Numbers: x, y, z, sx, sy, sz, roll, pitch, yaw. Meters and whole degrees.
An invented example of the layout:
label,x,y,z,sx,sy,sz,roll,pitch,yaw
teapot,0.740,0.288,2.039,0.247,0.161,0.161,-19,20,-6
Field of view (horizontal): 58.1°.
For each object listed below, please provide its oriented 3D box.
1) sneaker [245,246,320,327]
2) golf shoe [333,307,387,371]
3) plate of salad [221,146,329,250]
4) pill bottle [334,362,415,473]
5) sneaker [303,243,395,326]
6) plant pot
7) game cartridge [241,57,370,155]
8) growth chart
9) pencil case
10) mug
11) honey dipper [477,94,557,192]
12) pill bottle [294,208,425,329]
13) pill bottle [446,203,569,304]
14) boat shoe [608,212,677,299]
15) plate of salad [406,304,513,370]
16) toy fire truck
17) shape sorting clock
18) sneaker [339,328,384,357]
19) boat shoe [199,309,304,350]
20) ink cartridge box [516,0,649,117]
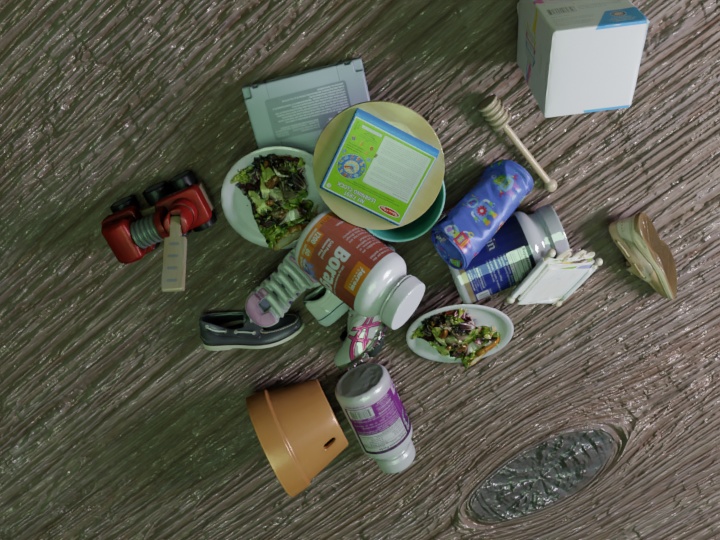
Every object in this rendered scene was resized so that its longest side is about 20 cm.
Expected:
label,x,y,z,sx,sy,sz,roll,pitch,yaw
sneaker,-0.118,0.012,1.143,0.199,0.088,0.081,-40,98,1
golf shoe,0.009,0.086,1.119,0.092,0.073,0.201,40,110,2
plate of salad,-0.132,-0.111,1.076,0.196,0.049,0.203,-3,130,-4
pill bottle,0.036,0.289,1.253,0.110,0.113,0.203,-20,114,8
sneaker,-0.023,0.018,1.149,0.071,0.073,0.200,39,109,-21
plant pot,-0.112,0.299,1.224,0.138,0.200,0.203,-27,114,-8
game cartridge,-0.079,-0.253,1.046,0.196,0.041,0.136,-12,111,5
growth chart,0.338,0.014,1.108,0.198,0.018,0.145,3,135,-44
pencil case,0.193,-0.095,1.052,0.087,0.078,0.200,41,73,9
mug,0.052,-0.153,1.050,0.150,0.115,0.187,-20,113,9
honey dipper,0.266,-0.203,1.074,0.038,0.038,0.200,-38,112,15
pill bottle,0.000,0.000,1.021,0.199,0.112,0.114,36,114,21
pill bottle,0.248,-0.031,1.109,0.197,0.116,0.117,-23,113,8
boat shoe,0.505,-0.023,1.150,0.064,0.072,0.200,-12,130,43
plate of salad,0.181,0.126,1.180,0.196,0.049,0.202,0,143,0
toy fire truck,-0.328,-0.050,1.043,0.173,0.201,0.130,-20,113,8
shape sorting clock,0.027,-0.153,0.964,0.195,0.039,0.204,1,118,1
sneaker,0.025,0.067,1.172,0.078,0.076,0.203,19,113,-7
boat shoe,-0.202,0.100,1.185,0.196,0.073,0.064,-8,118,8
ink cartridge box,0.306,-0.334,0.938,0.126,0.202,0.127,-6,133,2
